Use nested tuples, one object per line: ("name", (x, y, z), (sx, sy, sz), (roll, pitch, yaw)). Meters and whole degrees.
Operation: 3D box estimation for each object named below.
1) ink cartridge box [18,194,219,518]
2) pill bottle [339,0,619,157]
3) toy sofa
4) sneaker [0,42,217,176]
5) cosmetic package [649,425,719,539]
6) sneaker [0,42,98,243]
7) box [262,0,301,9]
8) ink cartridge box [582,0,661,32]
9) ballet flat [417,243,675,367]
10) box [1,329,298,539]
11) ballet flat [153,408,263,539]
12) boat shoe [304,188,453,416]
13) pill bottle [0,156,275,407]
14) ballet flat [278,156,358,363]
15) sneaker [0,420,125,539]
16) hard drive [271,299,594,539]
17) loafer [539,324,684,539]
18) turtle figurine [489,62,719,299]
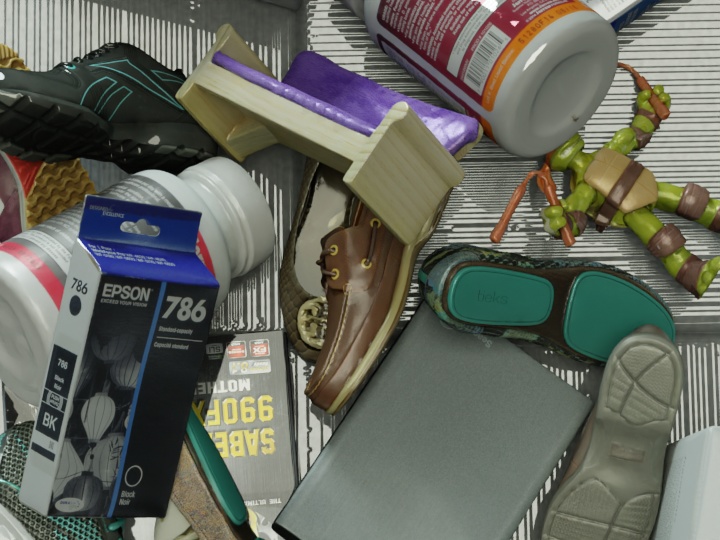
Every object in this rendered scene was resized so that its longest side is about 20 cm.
("ink cartridge box", (-0.149, 0.057, 1.343), (0.039, 0.099, 0.202), (19, 99, 46))
("pill bottle", (0.072, -0.173, 1.441), (0.110, 0.110, 0.200), (-44, 59, -5))
("toy sofa", (-0.021, -0.104, 1.410), (0.200, 0.083, 0.098), (28, 79, 44))
("sneaker", (-0.185, -0.115, 1.445), (0.075, 0.199, 0.080), (-24, 67, 37))
("cosmetic package", (0.276, 0.201, 1.373), (0.164, 0.200, 0.166), (10, 82, 2))
("sneaker", (-0.245, -0.063, 1.482), (0.075, 0.090, 0.201), (-31, 107, -39))
("box", (-0.114, -0.312, 1.479), (0.199, 0.131, 0.200), (14, 82, 3))
("ink cartridge box", (0.172, -0.246, 1.497), (0.199, 0.076, 0.137), (-34, 83, -6))
("ballet flat", (0.126, 0.019, 1.458), (0.199, 0.074, 0.075), (16, 81, -29))
("box", (-0.143, 0.129, 1.460), (0.198, 0.048, 0.160), (-4, 82, 0))
("ballet flat", (-0.096, 0.183, 1.398), (0.067, 0.068, 0.201), (-32, 83, 4))
("boat shoe", (0.000, 0.000, 1.434), (0.067, 0.072, 0.201), (25, 74, -8))
("pill bottle", (-0.157, 0.000, 1.420), (0.199, 0.111, 0.111), (-31, 82, -32))
("ballet flat", (-0.017, -0.035, 1.483), (0.067, 0.046, 0.202), (9, 82, 2))
("sneaker", (-0.182, 0.179, 1.395), (0.200, 0.078, 0.091), (44, 81, 3))
("hard drive", (0.051, 0.132, 1.442), (0.139, 0.033, 0.201), (35, 71, -1))
("loafer", (0.175, 0.133, 1.448), (0.071, 0.063, 0.201), (18, 104, 4))
("turtle figurine", (0.182, -0.046, 1.465), (0.161, 0.065, 0.200), (34, 53, 9))
